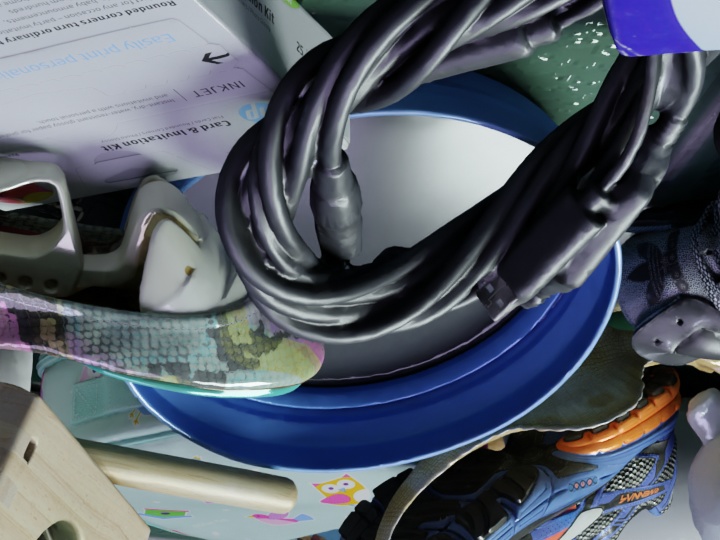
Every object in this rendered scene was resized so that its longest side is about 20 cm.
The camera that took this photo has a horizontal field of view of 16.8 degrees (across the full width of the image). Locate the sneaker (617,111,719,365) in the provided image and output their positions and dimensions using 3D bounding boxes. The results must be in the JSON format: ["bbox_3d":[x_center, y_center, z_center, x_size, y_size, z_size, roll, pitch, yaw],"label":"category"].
[{"bbox_3d":[0.144,-0.011,0.935,0.113,0.076,0.200,-11,156,22],"label":"sneaker"}]

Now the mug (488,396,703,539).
[{"bbox_3d":[0.139,0.116,1.205,0.152,0.187,0.150,-6,124,-5],"label":"mug"}]

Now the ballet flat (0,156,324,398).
[{"bbox_3d":[-0.101,-0.002,0.846,0.198,0.069,0.072,9,118,-15],"label":"ballet flat"}]

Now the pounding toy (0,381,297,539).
[{"bbox_3d":[-0.154,0.088,0.913,0.199,0.143,0.184,17,161,17],"label":"pounding toy"}]

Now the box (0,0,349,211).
[{"bbox_3d":[-0.113,-0.082,0.785,0.155,0.042,0.200,-9,154,24],"label":"box"}]

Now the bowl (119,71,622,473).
[{"bbox_3d":[0.000,0.000,0.938,0.199,0.040,0.202,-6,137,-5],"label":"bowl"}]

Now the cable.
[{"bbox_3d":[0.041,-0.053,0.811,0.162,0.051,0.200,6,137,-35],"label":"cable"}]

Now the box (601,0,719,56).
[{"bbox_3d":[0.150,-0.142,0.592,0.198,0.106,0.184,-2,156,11],"label":"box"}]

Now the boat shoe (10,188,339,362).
[{"bbox_3d":[-0.093,-0.007,0.981,0.198,0.061,0.076,10,156,-18],"label":"boat shoe"}]

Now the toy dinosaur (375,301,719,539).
[{"bbox_3d":[0.072,0.048,1.034,0.199,0.101,0.059,-24,120,-12],"label":"toy dinosaur"}]

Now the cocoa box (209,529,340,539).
[{"bbox_3d":[0.003,0.169,1.297,0.132,0.132,0.200,-3,157,10],"label":"cocoa box"}]

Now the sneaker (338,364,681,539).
[{"bbox_3d":[0.070,0.115,1.063,0.199,0.079,0.075,-30,-153,-22],"label":"sneaker"}]

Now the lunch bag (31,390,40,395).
[{"bbox_3d":[-0.226,0.153,1.190,0.163,0.202,0.117,16,154,-28],"label":"lunch bag"}]

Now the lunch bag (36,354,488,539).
[{"bbox_3d":[-0.046,0.064,1.127,0.199,0.078,0.160,-15,150,34],"label":"lunch bag"}]

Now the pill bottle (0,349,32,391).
[{"bbox_3d":[-0.249,0.048,1.056,0.198,0.113,0.112,8,156,-16],"label":"pill bottle"}]

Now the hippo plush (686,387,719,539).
[{"bbox_3d":[0.230,0.112,1.061,0.160,0.161,0.200,-11,-169,26],"label":"hippo plush"}]
